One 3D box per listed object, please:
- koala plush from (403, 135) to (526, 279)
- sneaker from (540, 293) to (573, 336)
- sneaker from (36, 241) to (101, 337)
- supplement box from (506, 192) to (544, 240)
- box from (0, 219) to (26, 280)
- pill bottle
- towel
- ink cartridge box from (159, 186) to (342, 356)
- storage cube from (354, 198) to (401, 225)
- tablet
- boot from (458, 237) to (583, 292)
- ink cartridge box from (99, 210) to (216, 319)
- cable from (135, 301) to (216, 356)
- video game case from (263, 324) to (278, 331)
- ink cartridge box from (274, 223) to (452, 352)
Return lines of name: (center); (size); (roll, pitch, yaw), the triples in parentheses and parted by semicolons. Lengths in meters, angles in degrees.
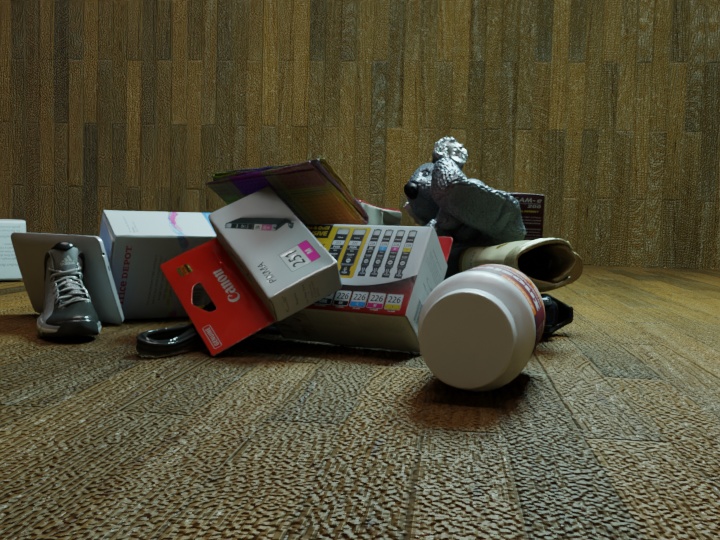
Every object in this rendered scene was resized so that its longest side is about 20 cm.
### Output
koala plush: (0.134, -0.096, 1.215); (0.182, 0.179, 0.200); (7, 28, -27)
sneaker: (0.219, 0.058, 1.097); (0.077, 0.071, 0.199); (-3, -1, 41)
sneaker: (-0.386, 0.022, 1.042); (0.074, 0.117, 0.199); (-1, 4, -29)
supplement box: (0.239, -0.020, 1.273); (0.060, 0.203, 0.109); (1, 4, -15)
box: (-0.858, -0.047, 1.760); (0.197, 0.133, 0.199); (-1, 4, -36)
pill bottle: (0.120, 0.055, 0.786); (0.111, 0.115, 0.200); (3, 4, 16)
towel: (-0.096, -0.097, 1.089); (0.198, 0.023, 0.144); (-4, -33, 34)
ink cartridge box: (-0.143, -0.008, 0.972); (0.172, 0.044, 0.200); (-27, 44, -16)
storage cube: (-0.053, -0.023, 1.242); (0.178, 0.203, 0.171); (7, 1, 25)
tablet: (-0.425, 0.010, 1.151); (0.198, 0.132, 0.014); (4, 24, 32)
boot: (0.256, -0.008, 1.099); (0.198, 0.074, 0.155); (4, -4, -23)
ink cartridge box: (-0.291, -0.009, 1.202); (0.198, 0.146, 0.085); (-1, 33, -33)
cable: (-0.192, 0.082, 0.972); (0.096, 0.051, 0.200); (20, 20, 11)
video game case: (-0.104, 0.016, 1.117); (0.197, 0.145, 0.018); (2, -23, 13)
ink cartridge box: (0.000, 0.000, 1.010); (0.198, 0.177, 0.084); (3, -35, 25)
